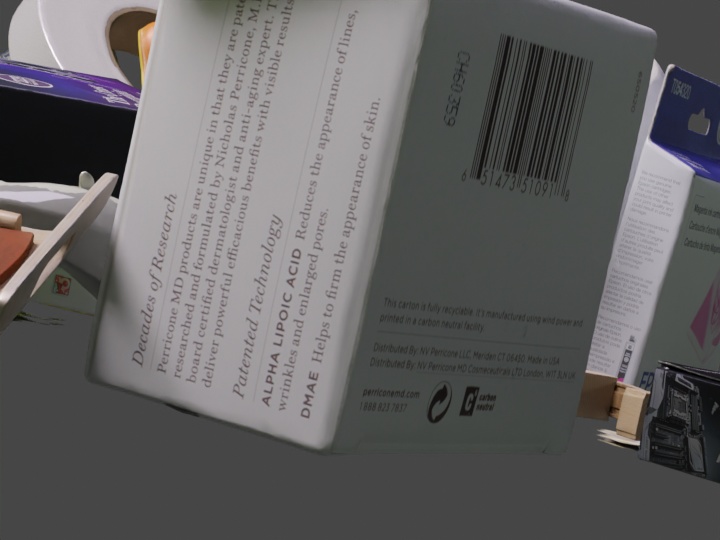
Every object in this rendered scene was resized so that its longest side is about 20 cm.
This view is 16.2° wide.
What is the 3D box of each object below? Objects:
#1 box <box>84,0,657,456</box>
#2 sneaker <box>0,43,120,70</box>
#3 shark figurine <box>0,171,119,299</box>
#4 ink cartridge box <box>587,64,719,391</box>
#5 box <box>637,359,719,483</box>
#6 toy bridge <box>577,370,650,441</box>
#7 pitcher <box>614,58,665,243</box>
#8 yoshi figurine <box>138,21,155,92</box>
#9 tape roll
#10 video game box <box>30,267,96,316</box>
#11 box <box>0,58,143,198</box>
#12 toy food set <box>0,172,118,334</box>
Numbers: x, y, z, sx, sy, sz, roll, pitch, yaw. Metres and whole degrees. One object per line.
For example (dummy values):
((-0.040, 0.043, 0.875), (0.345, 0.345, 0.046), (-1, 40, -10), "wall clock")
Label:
((0.009, -0.030, 1.070), (0.130, 0.201, 0.199), (15, 5, 33), "box")
((-0.209, -0.072, 1.595), (0.089, 0.201, 0.067), (-12, 52, -23), "sneaker")
((-0.128, 0.005, 1.124), (0.128, 0.090, 0.214), (-28, -33, 35), "shark figurine")
((0.196, -0.012, 1.502), (0.043, 0.201, 0.196), (19, 6, 21), "ink cartridge box")
((0.254, 0.091, 1.203), (0.199, 0.050, 0.157), (10, 4, -45), "box")
((0.114, 0.065, 1.380), (0.067, 0.027, 0.200), (11, 3, -38), "toy bridge")
((0.110, -0.045, 1.557), (0.171, 0.201, 0.121), (19, 32, 23), "pitcher")
((-0.019, -0.119, 1.388), (0.199, 0.113, 0.112), (-8, 14, 2), "yoshi figurine")
((-0.115, -0.105, 1.495), (0.202, 0.037, 0.203), (30, 33, -22), "tape roll")
((-0.162, -0.006, 1.461), (0.181, 0.047, 0.200), (11, 2, 16), "video game box")
((-0.174, -0.064, 1.286), (0.140, 0.079, 0.200), (6, 8, -19), "box")
((-0.212, -0.027, 1.007), (0.199, 0.061, 0.144), (13, 24, 7), "toy food set")
